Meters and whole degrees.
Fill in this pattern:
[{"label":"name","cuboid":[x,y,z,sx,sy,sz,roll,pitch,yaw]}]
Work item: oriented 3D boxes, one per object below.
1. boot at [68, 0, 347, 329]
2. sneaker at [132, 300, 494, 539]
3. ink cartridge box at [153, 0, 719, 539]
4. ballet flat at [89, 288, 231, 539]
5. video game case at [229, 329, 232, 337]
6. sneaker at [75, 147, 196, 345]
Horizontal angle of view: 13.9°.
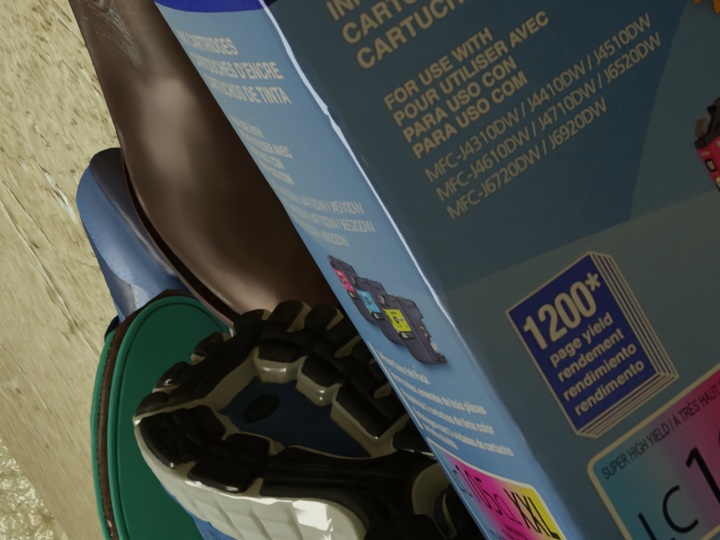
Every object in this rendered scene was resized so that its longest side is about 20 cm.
[{"label":"boot","cuboid":[-0.065,-0.085,0.787,0.187,0.064,0.200,60,178,23]},{"label":"sneaker","cuboid":[0.032,0.077,0.682,0.200,0.078,0.089,29,153,47]},{"label":"ink cartridge box","cuboid":[0.041,-0.054,0.587,0.201,0.136,0.076,58,165,-16]},{"label":"ballet flat","cuboid":[-0.052,0.109,1.014,0.070,0.067,0.201,129,127,-73]},{"label":"video game case","cuboid":[-0.016,0.033,1.082,0.200,0.023,0.183,60,-172,-50]},{"label":"sneaker","cuboid":[-0.064,0.052,1.072,0.074,0.082,0.201,-90,-23,-72]}]
